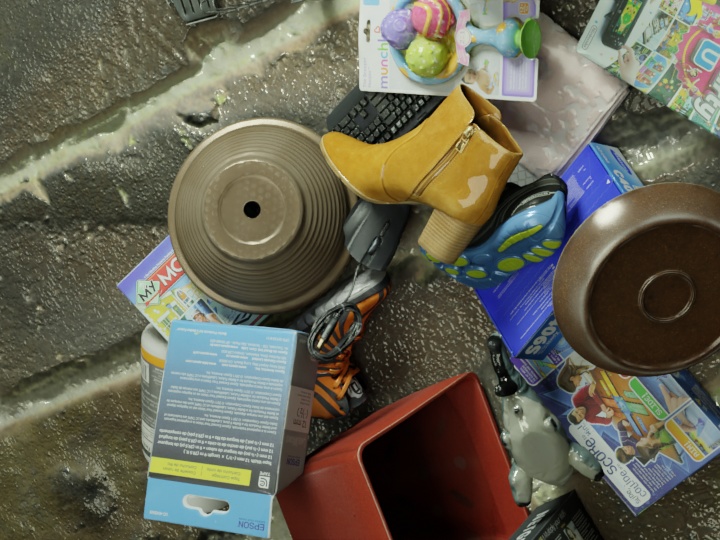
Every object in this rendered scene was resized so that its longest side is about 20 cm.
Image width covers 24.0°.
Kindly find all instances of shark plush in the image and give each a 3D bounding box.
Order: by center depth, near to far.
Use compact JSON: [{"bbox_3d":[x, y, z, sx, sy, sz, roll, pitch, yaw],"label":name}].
[{"bbox_3d":[0.154,0.145,1.646,0.091,0.083,0.200,-31,121,16],"label":"shark plush"}]

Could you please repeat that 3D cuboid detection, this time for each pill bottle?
[{"bbox_3d":[-0.183,0.156,1.856,0.116,0.116,0.201,12,113,25],"label":"pill bottle"}]

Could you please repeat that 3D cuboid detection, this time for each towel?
[{"bbox_3d":[0.130,-0.166,1.624,0.200,0.032,0.191,40,121,10],"label":"towel"}]

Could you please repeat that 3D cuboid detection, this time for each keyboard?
[{"bbox_3d":[0.057,-0.155,1.636,0.127,0.021,0.200,51,123,7],"label":"keyboard"}]

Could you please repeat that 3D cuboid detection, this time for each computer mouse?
[{"bbox_3d":[0.000,0.000,1.676,0.058,0.201,0.034,29,159,-19],"label":"computer mouse"}]

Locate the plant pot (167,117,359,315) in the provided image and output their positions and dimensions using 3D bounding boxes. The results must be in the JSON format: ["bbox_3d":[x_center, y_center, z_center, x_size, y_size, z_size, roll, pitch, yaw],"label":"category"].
[{"bbox_3d":[-0.101,-0.056,1.701,0.200,0.093,0.202,0,88,5],"label":"plant pot"}]

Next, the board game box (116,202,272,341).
[{"bbox_3d":[-0.136,-0.004,1.764,0.200,0.029,0.135,-44,84,-2],"label":"board game box"}]

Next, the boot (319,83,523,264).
[{"bbox_3d":[0.059,-0.117,1.588,0.201,0.071,0.144,43,119,28],"label":"boot"}]

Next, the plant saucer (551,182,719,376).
[{"bbox_3d":[0.275,0.018,1.542,0.199,0.035,0.201,-4,119,-7],"label":"plant saucer"}]

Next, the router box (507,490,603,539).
[{"bbox_3d":[0.196,0.329,1.659,0.052,0.200,0.158,-29,91,32],"label":"router box"}]

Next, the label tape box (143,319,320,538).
[{"bbox_3d":[-0.127,0.155,1.677,0.143,0.066,0.201,4,84,24],"label":"label tape box"}]

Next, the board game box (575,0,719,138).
[{"bbox_3d":[0.312,-0.211,1.490,0.200,0.064,0.148,33,120,14],"label":"board game box"}]

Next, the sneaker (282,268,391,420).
[{"bbox_3d":[-0.016,0.082,1.773,0.112,0.078,0.200,49,128,-4],"label":"sneaker"}]

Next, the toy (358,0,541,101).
[{"bbox_3d":[0.071,-0.219,1.573,0.199,0.047,0.116,7,102,32],"label":"toy"}]

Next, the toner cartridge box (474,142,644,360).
[{"bbox_3d":[0.194,-0.016,1.610,0.200,0.043,0.095,-53,49,31],"label":"toner cartridge box"}]

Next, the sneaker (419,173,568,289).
[{"bbox_3d":[0.132,-0.039,1.616,0.071,0.083,0.199,34,149,-21],"label":"sneaker"}]

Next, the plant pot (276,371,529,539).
[{"bbox_3d":[0.031,0.240,1.736,0.176,0.200,0.201,-13,101,44],"label":"plant pot"}]

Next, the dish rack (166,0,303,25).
[{"bbox_3d":[-0.134,-0.328,1.697,0.199,0.055,0.154,-10,101,31],"label":"dish rack"}]

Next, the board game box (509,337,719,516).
[{"bbox_3d":[0.253,0.124,1.654,0.200,0.034,0.135,50,123,5],"label":"board game box"}]
